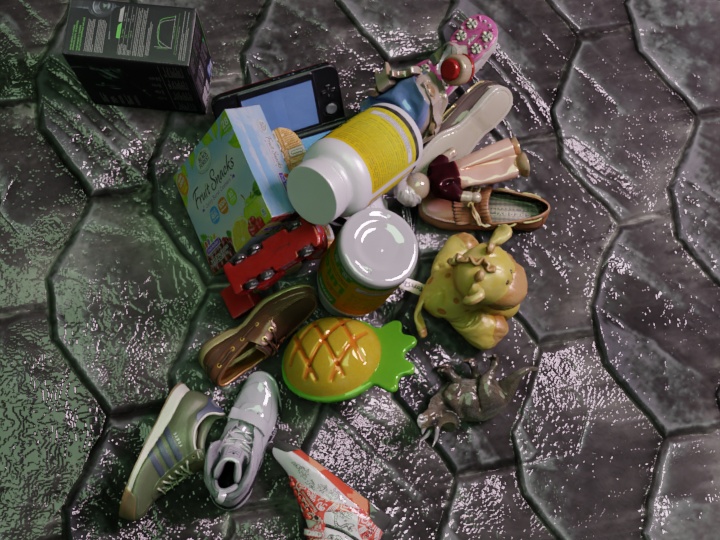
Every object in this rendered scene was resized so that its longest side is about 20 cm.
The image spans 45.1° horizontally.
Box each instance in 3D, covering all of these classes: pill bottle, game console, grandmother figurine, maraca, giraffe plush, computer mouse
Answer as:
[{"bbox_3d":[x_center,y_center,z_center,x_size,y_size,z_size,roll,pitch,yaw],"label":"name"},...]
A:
[{"bbox_3d":[0.000,0.000,1.223,0.110,0.200,0.112,5,69,-14],"label":"pill bottle"},{"bbox_3d":[-0.106,-0.195,1.320,0.198,0.173,0.119,-18,51,-7],"label":"game console"},{"bbox_3d":[0.144,-0.144,1.291,0.198,0.061,0.122,-17,36,-1],"label":"grandmother figurine"},{"bbox_3d":[-0.018,0.125,1.238,0.198,0.107,0.138,-4,55,13],"label":"maraca"},{"bbox_3d":[-0.009,-0.144,1.190,0.112,0.113,0.200,42,47,8],"label":"pill bottle"},{"bbox_3d":[0.168,0.013,1.227,0.198,0.162,0.175,4,74,-23],"label":"giraffe plush"},{"bbox_3d":[0.014,-0.086,1.285,0.198,0.044,0.111,18,72,-33],"label":"computer mouse"}]

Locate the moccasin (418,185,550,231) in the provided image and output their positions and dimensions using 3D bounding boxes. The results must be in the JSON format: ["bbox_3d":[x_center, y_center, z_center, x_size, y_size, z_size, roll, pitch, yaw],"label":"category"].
[{"bbox_3d":[0.188,-0.094,1.322,0.199,0.078,0.075,9,76,0],"label":"moccasin"}]

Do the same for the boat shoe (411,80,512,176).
[{"bbox_3d":[0.148,-0.220,1.361,0.200,0.072,0.060,-44,40,1],"label":"boat shoe"}]

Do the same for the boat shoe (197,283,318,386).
[{"bbox_3d":[-0.140,0.098,1.256,0.199,0.072,0.068,-35,45,-4],"label":"boat shoe"}]

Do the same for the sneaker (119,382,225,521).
[{"bbox_3d":[-0.259,0.266,1.223,0.089,0.067,0.202,20,73,8],"label":"sneaker"}]

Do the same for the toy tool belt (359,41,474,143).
[{"bbox_3d":[0.068,-0.251,1.289,0.122,0.199,0.126,-17,76,-51],"label":"toy tool belt"}]

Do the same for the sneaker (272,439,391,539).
[{"bbox_3d":[-0.065,0.334,1.216,0.201,0.067,0.108,36,75,4],"label":"sneaker"}]

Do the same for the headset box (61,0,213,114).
[{"bbox_3d":[-0.337,-0.320,1.310,0.197,0.174,0.094,5,77,0],"label":"headset box"}]

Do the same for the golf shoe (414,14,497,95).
[{"bbox_3d":[0.142,-0.314,1.381,0.199,0.091,0.076,-38,77,13],"label":"golf shoe"}]

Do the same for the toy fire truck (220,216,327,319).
[{"bbox_3d":[-0.125,-0.002,1.236,0.199,0.141,0.049,-31,78,10],"label":"toy fire truck"}]

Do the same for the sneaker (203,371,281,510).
[{"bbox_3d":[-0.162,0.235,1.211,0.074,0.115,0.202,17,76,2],"label":"sneaker"}]

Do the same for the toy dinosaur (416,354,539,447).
[{"bbox_3d":[0.165,0.181,1.269,0.198,0.077,0.104,-13,89,-10],"label":"toy dinosaur"}]

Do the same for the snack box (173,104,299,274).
[{"bbox_3d":[-0.180,-0.113,1.250,0.067,0.200,0.170,-16,78,-40],"label":"snack box"}]

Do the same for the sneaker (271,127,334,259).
[{"bbox_3d":[-0.101,-0.111,1.297,0.075,0.088,0.202,-18,94,-8],"label":"sneaker"}]
